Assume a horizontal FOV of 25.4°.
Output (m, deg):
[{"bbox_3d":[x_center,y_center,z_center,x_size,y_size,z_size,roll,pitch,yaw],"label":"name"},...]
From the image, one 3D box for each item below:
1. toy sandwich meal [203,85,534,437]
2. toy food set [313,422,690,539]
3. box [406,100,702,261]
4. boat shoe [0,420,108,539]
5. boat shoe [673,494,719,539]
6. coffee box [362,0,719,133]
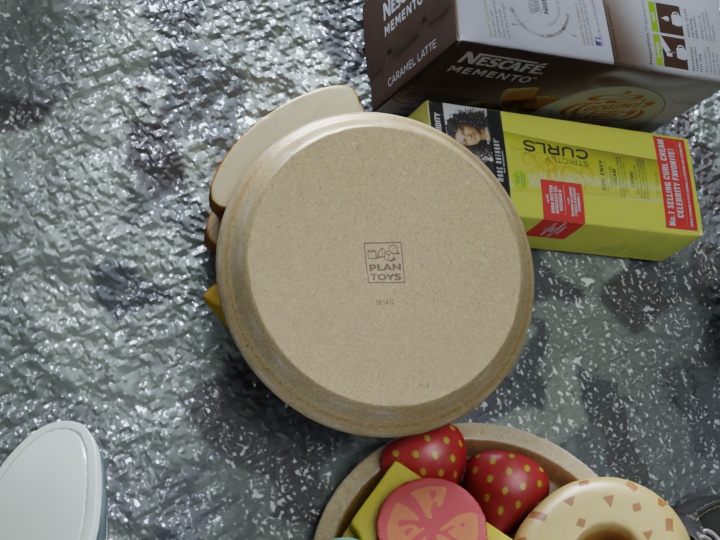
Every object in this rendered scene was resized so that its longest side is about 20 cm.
[{"bbox_3d":[0.000,0.000,0.905,0.204,0.070,0.207,4,75,-15],"label":"toy sandwich meal"},{"bbox_3d":[0.069,0.173,0.866,0.199,0.049,0.198,32,62,11],"label":"toy food set"},{"bbox_3d":[0.120,-0.054,1.014,0.199,0.050,0.076,7,68,-26],"label":"box"},{"bbox_3d":[-0.156,0.175,0.787,0.062,0.072,0.201,55,33,-54],"label":"boat shoe"},{"bbox_3d":[0.180,0.194,0.949,0.199,0.057,0.067,-30,87,-33],"label":"boat shoe"},{"bbox_3d":[0.116,-0.143,1.007,0.199,0.114,0.080,5,70,-27],"label":"coffee box"}]
